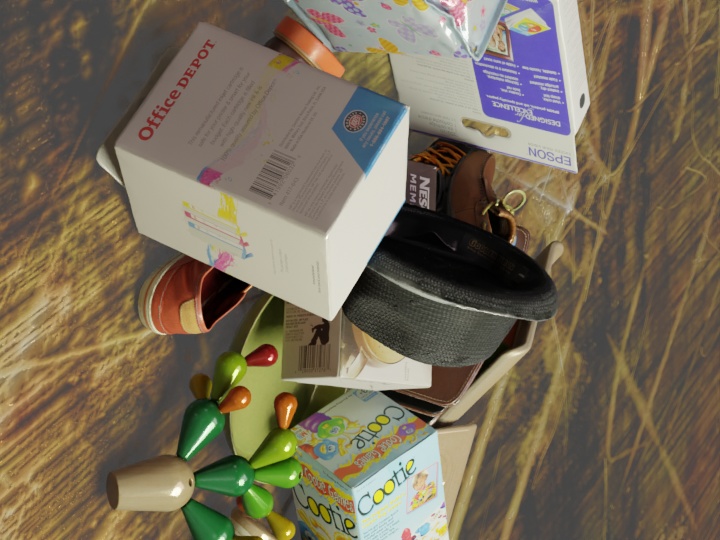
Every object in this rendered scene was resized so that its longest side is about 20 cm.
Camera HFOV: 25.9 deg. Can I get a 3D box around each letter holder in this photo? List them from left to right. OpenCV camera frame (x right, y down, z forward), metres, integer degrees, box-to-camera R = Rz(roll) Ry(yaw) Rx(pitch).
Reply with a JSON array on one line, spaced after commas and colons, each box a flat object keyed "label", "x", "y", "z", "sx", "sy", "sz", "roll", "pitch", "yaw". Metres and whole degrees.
[{"label": "letter holder", "x": 0.090, "y": 0.050, "z": 1.561, "sx": 0.200, "sy": 0.142, "sz": 0.101, "roll": -64, "pitch": 150, "yaw": -19}]

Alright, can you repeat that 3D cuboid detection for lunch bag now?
[{"label": "lunch bag", "x": 0.052, "y": -0.282, "z": 1.297, "sx": 0.127, "sy": 0.169, "sz": 0.200, "roll": 40, "pitch": 67, "yaw": -46}]

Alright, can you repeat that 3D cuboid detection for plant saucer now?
[{"label": "plant saucer", "x": -0.070, "y": 0.092, "z": 1.417, "sx": 0.200, "sy": 0.031, "sz": 0.201, "roll": -35, "pitch": 132, "yaw": -51}]

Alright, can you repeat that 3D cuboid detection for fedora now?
[{"label": "fedora", "x": 0.057, "y": 0.020, "z": 1.281, "sx": 0.200, "sy": 0.200, "sz": 0.092, "roll": -16, "pitch": 131, "yaw": -57}]

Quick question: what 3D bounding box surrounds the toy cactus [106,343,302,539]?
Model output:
[{"label": "toy cactus", "x": -0.128, "y": 0.164, "z": 1.284, "sx": 0.165, "sy": 0.102, "sz": 0.201, "roll": -4, "pitch": 101, "yaw": -28}]

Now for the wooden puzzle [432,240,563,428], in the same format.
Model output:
[{"label": "wooden puzzle", "x": 0.131, "y": 0.073, "z": 1.637, "sx": 0.185, "sy": 0.037, "sz": 0.200, "roll": -50, "pitch": -173, "yaw": 40}]

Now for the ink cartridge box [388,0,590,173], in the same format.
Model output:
[{"label": "ink cartridge box", "x": 0.111, "y": -0.196, "z": 1.429, "sx": 0.043, "sy": 0.198, "sz": 0.200, "roll": -49, "pitch": 143, "yaw": -33}]

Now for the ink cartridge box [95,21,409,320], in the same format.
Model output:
[{"label": "ink cartridge box", "x": -0.081, "y": -0.079, "z": 1.167, "sx": 0.129, "sy": 0.200, "sz": 0.125, "roll": -58, "pitch": 164, "yaw": -26}]

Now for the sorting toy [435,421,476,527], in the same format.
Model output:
[{"label": "sorting toy", "x": 0.020, "y": 0.240, "z": 1.581, "sx": 0.200, "sy": 0.036, "sz": 0.186, "roll": -5, "pitch": 119, "yaw": -39}]

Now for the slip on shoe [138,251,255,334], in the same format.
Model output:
[{"label": "slip on shoe", "x": -0.101, "y": -0.012, "z": 1.284, "sx": 0.200, "sy": 0.061, "sz": 0.074, "roll": -47, "pitch": 139, "yaw": -43}]

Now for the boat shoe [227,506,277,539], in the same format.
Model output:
[{"label": "boat shoe", "x": -0.091, "y": 0.276, "z": 1.435, "sx": 0.065, "sy": 0.072, "sz": 0.200, "roll": -44, "pitch": 153, "yaw": -9}]

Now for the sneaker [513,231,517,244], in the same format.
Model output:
[{"label": "sneaker", "x": 0.077, "y": 0.028, "z": 1.493, "sx": 0.200, "sy": 0.066, "sz": 0.079, "roll": -37, "pitch": 114, "yaw": -22}]

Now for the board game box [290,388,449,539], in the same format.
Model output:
[{"label": "board game box", "x": 0.009, "y": 0.223, "z": 1.456, "sx": 0.105, "sy": 0.103, "sz": 0.200, "roll": -31, "pitch": 133, "yaw": -28}]

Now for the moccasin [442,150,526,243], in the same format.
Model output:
[{"label": "moccasin", "x": 0.113, "y": -0.038, "z": 1.429, "sx": 0.202, "sy": 0.077, "sz": 0.074, "roll": -79, "pitch": 165, "yaw": -53}]

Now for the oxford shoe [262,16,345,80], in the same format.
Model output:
[{"label": "oxford shoe", "x": -0.038, "y": -0.139, "z": 1.346, "sx": 0.073, "sy": 0.071, "sz": 0.200, "roll": -49, "pitch": 144, "yaw": -3}]

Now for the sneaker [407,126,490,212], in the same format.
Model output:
[{"label": "sneaker", "x": 0.069, "y": -0.083, "z": 1.516, "sx": 0.200, "sy": 0.078, "sz": 0.077, "roll": -50, "pitch": 157, "yaw": -37}]

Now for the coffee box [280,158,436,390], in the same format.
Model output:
[{"label": "coffee box", "x": 0.000, "y": 0.000, "z": 1.369, "sx": 0.113, "sy": 0.080, "sz": 0.201, "roll": 11, "pitch": 78, "yaw": -43}]
